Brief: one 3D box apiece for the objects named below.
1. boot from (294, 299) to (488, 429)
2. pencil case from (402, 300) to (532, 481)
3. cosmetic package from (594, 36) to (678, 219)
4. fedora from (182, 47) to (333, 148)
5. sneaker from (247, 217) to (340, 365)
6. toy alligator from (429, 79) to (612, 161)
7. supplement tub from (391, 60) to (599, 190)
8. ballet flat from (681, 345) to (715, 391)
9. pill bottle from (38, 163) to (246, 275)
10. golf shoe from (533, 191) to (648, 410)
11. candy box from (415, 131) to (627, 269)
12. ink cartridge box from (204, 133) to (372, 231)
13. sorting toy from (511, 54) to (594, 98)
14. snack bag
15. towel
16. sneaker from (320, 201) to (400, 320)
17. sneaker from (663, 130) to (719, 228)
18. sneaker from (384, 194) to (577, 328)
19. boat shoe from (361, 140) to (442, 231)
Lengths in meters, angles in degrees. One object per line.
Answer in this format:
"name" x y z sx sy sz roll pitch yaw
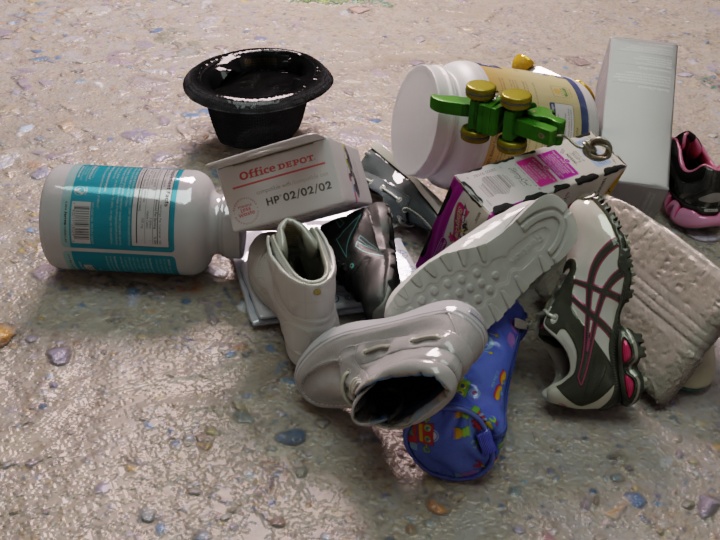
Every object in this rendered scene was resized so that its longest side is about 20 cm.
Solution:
"boot" 0.006 0.088 0.823 0.200 0.074 0.096 -26 17 37
"pencil case" 0.099 0.091 0.887 0.087 0.078 0.200 -11 29 25
"cosmetic package" 0.312 -0.159 1.176 0.090 0.107 0.200 6 68 5
"fedora" -0.131 -0.216 1.317 0.200 0.092 0.201 2 34 -1
"sneaker" -0.063 -0.011 0.963 0.074 0.116 0.200 -13 36 -17
"toy alligator" 0.164 -0.149 1.004 0.200 0.059 0.054 21 37 27
"supplement tub" 0.149 -0.157 1.139 0.200 0.145 0.144 4 31 -23
"ballet flat" 0.307 0.033 1.000 0.069 0.070 0.200 2 34 0
"pill bottle" -0.221 -0.052 1.051 0.200 0.111 0.111 3 34 0
"golf shoe" 0.200 0.026 0.912 0.088 0.077 0.200 -4 77 -4
"candy box" 0.166 -0.056 1.048 0.200 0.136 0.061 -21 58 -32
"ink cartridge box" -0.066 -0.083 1.008 0.115 0.068 0.200 -15 -1 11
"sorting toy" 0.193 -0.174 1.297 0.180 0.107 0.200 -38 48 -19
"snack bag" -0.042 -0.014 1.087 0.188 0.021 0.200 -8 35 -14
"towel" 0.265 0.022 0.970 0.034 0.133 0.200 23 18 -42
"sneaker" 0.000 0.000 1.004 0.079 0.075 0.200 -7 28 0
"sneaker" 0.383 -0.134 1.229 0.079 0.095 0.200 -9 34 -14
"sneaker" 0.100 0.002 0.901 0.200 0.076 0.080 -30 13 -21
"boat shoe" 0.056 -0.074 1.167 0.062 0.073 0.200 -45 50 7
